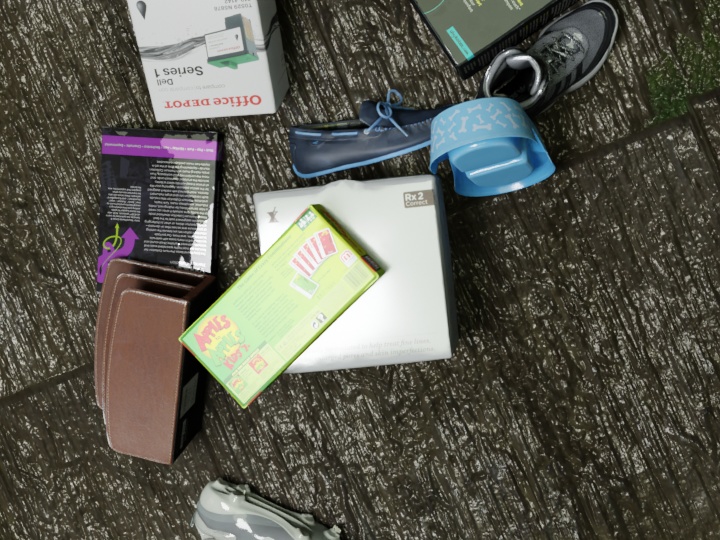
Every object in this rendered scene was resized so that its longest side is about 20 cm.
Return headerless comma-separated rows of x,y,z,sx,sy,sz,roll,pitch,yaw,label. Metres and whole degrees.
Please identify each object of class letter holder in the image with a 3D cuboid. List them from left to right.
-0.256,0.100,1.183,0.142,0.101,0.200,12,108,8,letter holder

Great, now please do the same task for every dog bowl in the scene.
0.137,-0.129,1.084,0.111,0.200,0.050,-14,77,19,dog bowl

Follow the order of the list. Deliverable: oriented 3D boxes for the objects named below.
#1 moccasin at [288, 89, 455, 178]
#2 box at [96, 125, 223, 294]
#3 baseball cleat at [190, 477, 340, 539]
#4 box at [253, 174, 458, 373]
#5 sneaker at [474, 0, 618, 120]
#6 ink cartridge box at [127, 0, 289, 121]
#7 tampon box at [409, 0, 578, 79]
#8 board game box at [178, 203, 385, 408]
0.012,-0.158,1.151,0.200,0.080,0.068,-15,104,8,moccasin
-0.238,-0.067,1.220,0.143,0.036,0.200,5,94,8,box
-0.107,0.326,1.222,0.200,0.070,0.106,27,105,15,baseball cleat
0.000,0.000,1.142,0.199,0.131,0.200,-5,93,9,box
0.200,-0.220,1.098,0.200,0.114,0.075,-42,84,4,sneaker
-0.168,-0.271,1.128,0.146,0.084,0.200,-3,121,10,ink cartridge box
0.150,-0.325,1.096,0.200,0.126,0.150,-33,89,9,tampon box
-0.081,0.036,1.067,0.200,0.048,0.102,-45,86,10,board game box
